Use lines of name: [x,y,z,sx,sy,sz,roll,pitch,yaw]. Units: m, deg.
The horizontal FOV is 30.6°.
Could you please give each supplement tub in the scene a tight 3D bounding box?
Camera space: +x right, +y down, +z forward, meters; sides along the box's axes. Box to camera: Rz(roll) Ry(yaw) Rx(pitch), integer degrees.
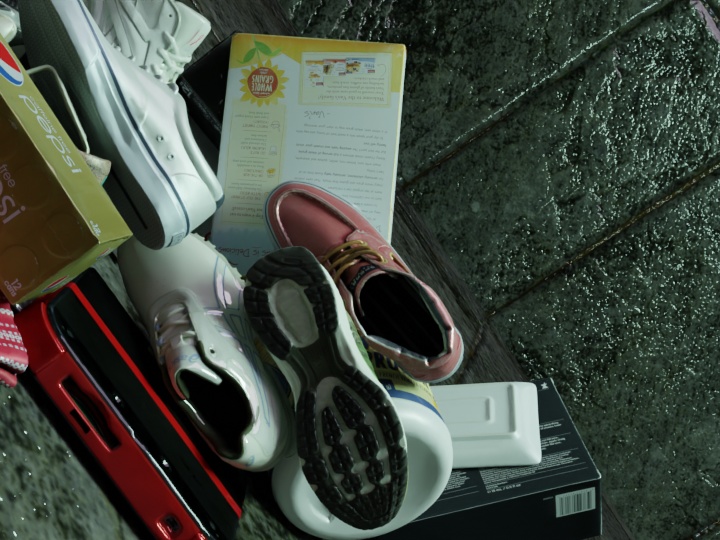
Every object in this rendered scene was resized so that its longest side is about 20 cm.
supplement tub: [-0.019,0.101,1.070,0.144,0.144,0.200,48,13,-40]

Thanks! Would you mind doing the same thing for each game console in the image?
game console: [-0.143,0.094,0.854,0.200,0.031,0.177,56,4,-8]

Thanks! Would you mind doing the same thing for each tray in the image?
tray: [0.058,0.133,1.168,0.108,0.199,0.022,-85,169,-54]

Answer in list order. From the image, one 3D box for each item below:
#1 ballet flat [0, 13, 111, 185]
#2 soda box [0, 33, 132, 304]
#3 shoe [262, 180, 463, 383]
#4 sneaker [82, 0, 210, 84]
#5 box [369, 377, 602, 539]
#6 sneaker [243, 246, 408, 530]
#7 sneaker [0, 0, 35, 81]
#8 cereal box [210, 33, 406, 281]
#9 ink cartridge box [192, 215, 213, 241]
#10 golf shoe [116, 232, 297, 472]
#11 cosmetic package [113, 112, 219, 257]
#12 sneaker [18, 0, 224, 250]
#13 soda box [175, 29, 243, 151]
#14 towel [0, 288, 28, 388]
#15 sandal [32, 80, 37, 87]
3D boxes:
ballet flat: [-0.236,-0.124,0.854,0.200,0.067,0.068,51,-1,-13]
soda box: [-0.222,-0.083,0.775,0.200,0.068,0.064,56,10,-1]
shoe: [0.000,0.000,0.978,0.200,0.071,0.091,46,-4,11]
sneaker: [-0.158,-0.156,0.955,0.078,0.099,0.201,35,51,-76]
box: [0.097,0.185,1.170,0.141,0.199,0.079,-108,-172,-53]
sneaker: [-0.014,0.080,0.921,0.089,0.077,0.201,19,51,-79]
sneaker: [-0.246,-0.159,1.008,0.074,0.080,0.200,37,10,31]
cereal box: [-0.042,-0.086,1.060,0.040,0.143,0.201,69,27,-82]
ink cartridge box: [-0.050,0.002,1.229,0.200,0.146,0.083,54,7,-4]
golf shoe: [-0.111,0.047,0.904,0.200,0.078,0.097,55,10,9]
cosmetic package: [-0.172,-0.084,1.101,0.108,0.085,0.200,56,10,-3]
sneaker: [-0.162,-0.113,0.898,0.071,0.073,0.201,-35,104,-37]
soda box: [-0.072,-0.103,1.131,0.200,0.071,0.063,52,-17,-8]
towel: [-0.253,-0.038,0.750,0.145,0.022,0.200,45,15,-46]
sandal: [-0.243,-0.112,0.926,0.201,0.057,0.080,51,11,-28]
